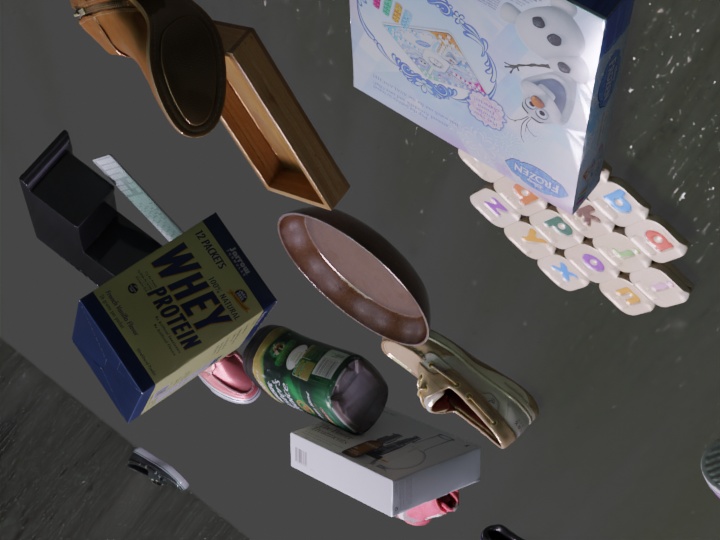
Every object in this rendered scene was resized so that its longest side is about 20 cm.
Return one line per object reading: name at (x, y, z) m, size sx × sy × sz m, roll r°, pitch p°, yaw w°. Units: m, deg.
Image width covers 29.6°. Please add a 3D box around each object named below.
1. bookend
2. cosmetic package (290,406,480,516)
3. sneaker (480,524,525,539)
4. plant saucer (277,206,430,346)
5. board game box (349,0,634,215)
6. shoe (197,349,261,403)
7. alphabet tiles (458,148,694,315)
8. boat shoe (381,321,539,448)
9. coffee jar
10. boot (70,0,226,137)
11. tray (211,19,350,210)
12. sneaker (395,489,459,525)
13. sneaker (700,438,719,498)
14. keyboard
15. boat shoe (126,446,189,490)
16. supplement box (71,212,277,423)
bookend at (-0.346, -0.058, 1.838) m, size 0.198 × 0.092 × 0.200 m, roll 36°, pitch 159°, yaw 9°
cosmetic package at (0.029, 0.232, 1.698) m, size 0.199 × 0.149 × 0.053 m, roll 17°, pitch 111°, yaw 47°
sneaker at (0.239, 0.417, 1.831) m, size 0.199 × 0.076 × 0.088 m, roll 31°, pitch 153°, yaw 24°
plant saucer at (0.000, 0.000, 1.421) m, size 0.199 × 0.035 × 0.201 m, roll 36°, pitch 160°, yaw 15°
board game box at (0.079, -0.154, 0.911) m, size 0.199 × 0.043 × 0.200 m, roll 33°, pitch 154°, yaw 20°
shoe at (-0.228, 0.120, 2.035) m, size 0.200 × 0.072 × 0.091 m, roll 43°, pitch 167°, yaw 7°
alphabet tiles at (0.165, -0.041, 1.058) m, size 0.200 × 0.015 × 0.195 m, roll 43°, pitch 161°, yaw -7°
boat shoe at (0.093, 0.123, 1.459) m, size 0.198 × 0.069 × 0.074 m, roll 28°, pitch 158°, yaw 30°
coffee jar at (-0.063, 0.137, 1.748) m, size 0.199 × 0.086 × 0.104 m, roll 17°, pitch 155°, yaw 48°
boot at (-0.199, -0.205, 1.210) m, size 0.155 × 0.076 × 0.202 m, roll -10°, pitch 108°, yaw 58°
tray at (-0.092, -0.146, 1.271) m, size 0.098 × 0.037 × 0.201 m, roll 20°, pitch 153°, yaw 44°
sneaker at (0.095, 0.314, 1.866) m, size 0.086 × 0.074 × 0.201 m, roll 30°, pitch 158°, yaw 21°
sneaker at (0.386, 0.217, 1.143) m, size 0.200 × 0.073 × 0.115 m, roll 35°, pitch 167°, yaw 45°
keyboard at (-0.271, -0.076, 1.784) m, size 0.200 × 0.011 × 0.056 m, roll 48°, pitch 159°, yaw -22°
boat shoe at (-0.506, 0.506, 3.398) m, size 0.198 × 0.057 × 0.069 m, roll 25°, pitch 156°, yaw 37°
supplement box at (-0.234, 0.062, 1.682) m, size 0.135 × 0.199 × 0.200 m, roll 54°, pitch 159°, yaw 5°
